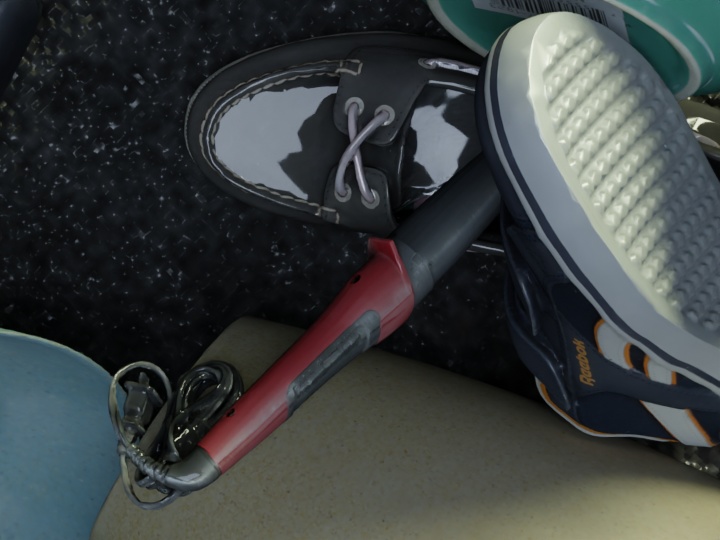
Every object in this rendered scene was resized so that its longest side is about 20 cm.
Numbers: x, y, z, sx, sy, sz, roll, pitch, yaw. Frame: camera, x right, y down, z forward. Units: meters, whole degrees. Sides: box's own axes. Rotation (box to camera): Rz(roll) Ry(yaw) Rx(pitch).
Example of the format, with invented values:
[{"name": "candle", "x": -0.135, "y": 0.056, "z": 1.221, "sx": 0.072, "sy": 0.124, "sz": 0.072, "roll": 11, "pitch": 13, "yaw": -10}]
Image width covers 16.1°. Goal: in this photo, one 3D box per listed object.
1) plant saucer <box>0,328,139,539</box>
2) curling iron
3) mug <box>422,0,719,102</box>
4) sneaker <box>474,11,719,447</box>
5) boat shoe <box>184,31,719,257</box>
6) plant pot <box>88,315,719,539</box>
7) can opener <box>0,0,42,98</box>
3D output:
[{"name": "plant saucer", "x": -0.170, "y": 0.073, "z": 0.819, "sx": 0.200, "sy": 0.039, "sz": 0.202, "roll": -20, "pitch": 145, "yaw": -15}, {"name": "curling iron", "x": 0.000, "y": 0.000, "z": 0.785, "sx": 0.200, "sy": 0.026, "sz": 0.050, "roll": -40, "pitch": 58, "yaw": -15}, {"name": "mug", "x": 0.069, "y": -0.118, "z": 0.771, "sx": 0.151, "sy": 0.185, "sz": 0.115, "roll": 27, "pitch": 74, "yaw": -25}, {"name": "sneaker", "x": 0.074, "y": 0.000, "z": 0.763, "sx": 0.079, "sy": 0.079, "sz": 0.200, "roll": -11, "pitch": 143, "yaw": 32}, {"name": "boat shoe", "x": 0.041, "y": -0.039, "z": 0.838, "sx": 0.198, "sy": 0.057, "sz": 0.067, "roll": 7, "pitch": 102, "yaw": -5}, {"name": "plant pot", "x": 0.019, "y": 0.107, "z": 0.821, "sx": 0.199, "sy": 0.187, "sz": 0.188, "roll": 34, "pitch": 99, "yaw": 5}, {"name": "can opener", "x": -0.168, "y": -0.017, "z": 0.839, "sx": 0.063, "sy": 0.078, "sz": 0.201, "roll": 30, "pitch": 98, "yaw": 30}]
